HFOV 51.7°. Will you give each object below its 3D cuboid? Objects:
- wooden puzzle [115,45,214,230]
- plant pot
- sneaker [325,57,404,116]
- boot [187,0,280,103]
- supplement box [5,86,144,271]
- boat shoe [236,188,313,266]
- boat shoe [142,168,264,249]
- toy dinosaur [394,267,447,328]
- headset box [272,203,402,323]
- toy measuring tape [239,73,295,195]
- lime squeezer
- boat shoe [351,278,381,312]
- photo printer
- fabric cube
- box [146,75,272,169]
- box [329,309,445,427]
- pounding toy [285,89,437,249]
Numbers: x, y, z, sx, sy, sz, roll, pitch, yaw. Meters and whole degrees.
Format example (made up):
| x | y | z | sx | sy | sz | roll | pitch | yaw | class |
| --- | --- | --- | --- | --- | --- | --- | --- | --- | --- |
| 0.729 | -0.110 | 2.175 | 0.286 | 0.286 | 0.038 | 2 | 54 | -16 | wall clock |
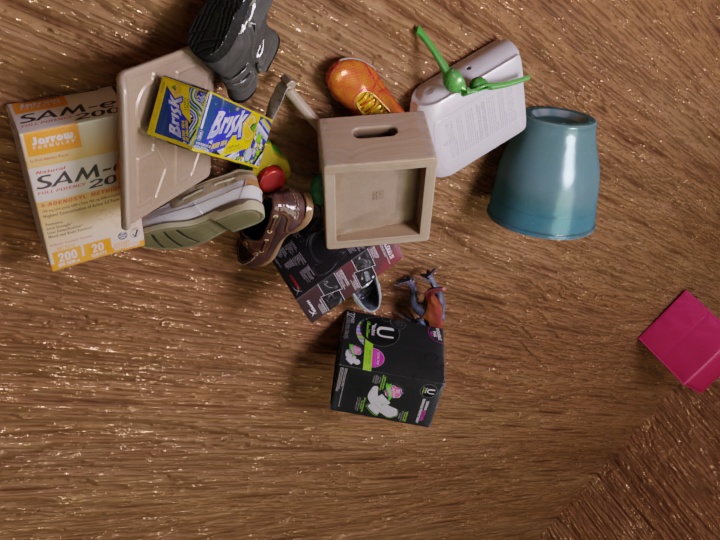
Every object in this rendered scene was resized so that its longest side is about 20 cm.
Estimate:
| x | y | z | sx | sy | sz | roll | pitch | yaw | class |
| --- | --- | --- | --- | --- | --- | --- | --- | --- | --- |
| -0.240 | -0.172 | 0.895 | 0.201 | 0.045 | 0.189 | -54 | 159 | -54 | wooden puzzle |
| 0.332 | -0.182 | 1.312 | 0.196 | 0.199 | 0.192 | -12 | 120 | -29 | plant pot |
| 0.024 | -0.242 | 1.085 | 0.073 | 0.078 | 0.199 | -46 | 139 | 13 | sneaker |
| -0.129 | -0.316 | 0.908 | 0.203 | 0.067 | 0.131 | -59 | 163 | -2 | boot |
| -0.345 | -0.111 | 0.917 | 0.124 | 0.074 | 0.203 | -19 | 137 | -25 | supplement box |
| -0.144 | -0.062 | 1.088 | 0.069 | 0.072 | 0.200 | -6 | 158 | -35 | boat shoe |
| -0.226 | -0.083 | 1.029 | 0.195 | 0.070 | 0.075 | -13 | 159 | 10 | boat shoe |
| 0.127 | 0.095 | 1.444 | 0.103 | 0.200 | 0.185 | -20 | 109 | 2 | toy dinosaur |
| -0.040 | -0.041 | 1.170 | 0.198 | 0.149 | 0.078 | -35 | 143 | -6 | headset box |
| -0.119 | -0.174 | 1.043 | 0.072 | 0.074 | 0.202 | 5 | 124 | -41 | toy measuring tape |
| 0.162 | -0.291 | 1.105 | 0.196 | 0.072 | 0.038 | 17 | 153 | -17 | lime squeezer |
| -0.001 | 0.001 | 1.302 | 0.069 | 0.072 | 0.202 | -32 | 141 | -8 | boat shoe |
| 0.169 | -0.252 | 1.195 | 0.198 | 0.070 | 0.168 | -32 | 140 | -8 | photo printer |
| 0.986 | 0.214 | 2.196 | 0.200 | 0.201 | 0.195 | -49 | 142 | 15 | fabric cube |
| -0.177 | -0.176 | 0.907 | 0.200 | 0.063 | 0.072 | -9 | 118 | -76 | box |
| 0.051 | 0.184 | 1.397 | 0.195 | 0.150 | 0.126 | 11 | 129 | -3 | box |
| -0.003 | -0.150 | 1.058 | 0.195 | 0.144 | 0.186 | -5 | 139 | -5 | pounding toy |
